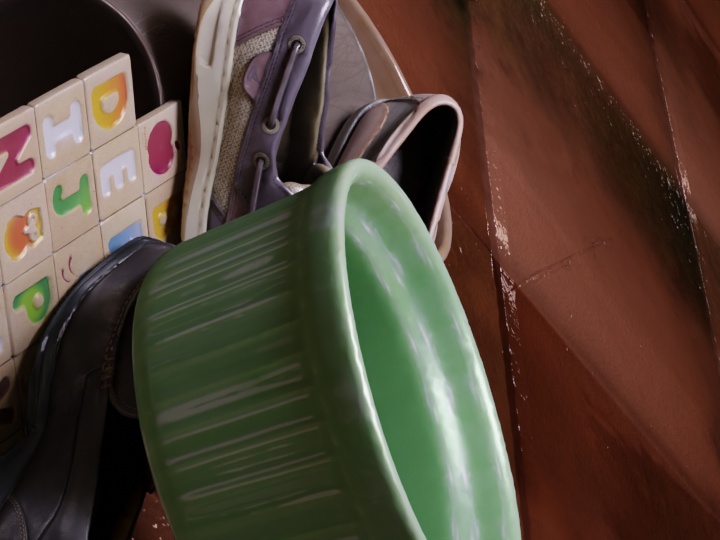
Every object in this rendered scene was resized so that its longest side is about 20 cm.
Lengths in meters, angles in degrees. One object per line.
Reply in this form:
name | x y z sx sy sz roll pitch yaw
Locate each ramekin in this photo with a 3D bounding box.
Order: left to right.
ramekin | -0.013 0.063 0.885 0.200 0.098 0.200 -18 90 -75

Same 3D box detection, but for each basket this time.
basket | -0.101 -0.090 1.074 0.180 0.136 0.200 56 24 8

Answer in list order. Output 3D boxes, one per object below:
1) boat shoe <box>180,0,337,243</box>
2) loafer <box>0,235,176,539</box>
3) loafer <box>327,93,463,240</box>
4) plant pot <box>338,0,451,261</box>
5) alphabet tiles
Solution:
boat shoe | -0.041 -0.037 0.985 0.072 0.065 0.200 -32 126 -65
loafer | -0.101 0.069 0.890 0.073 0.072 0.200 64 38 -44
loafer | 0.000 0.000 1.059 0.072 0.063 0.200 27 68 -24
plant pot | -0.033 -0.077 1.263 0.201 0.093 0.201 54 22 -33
alphabet tiles | -0.129 0.007 0.909 0.200 0.006 0.167 -39 132 -50
